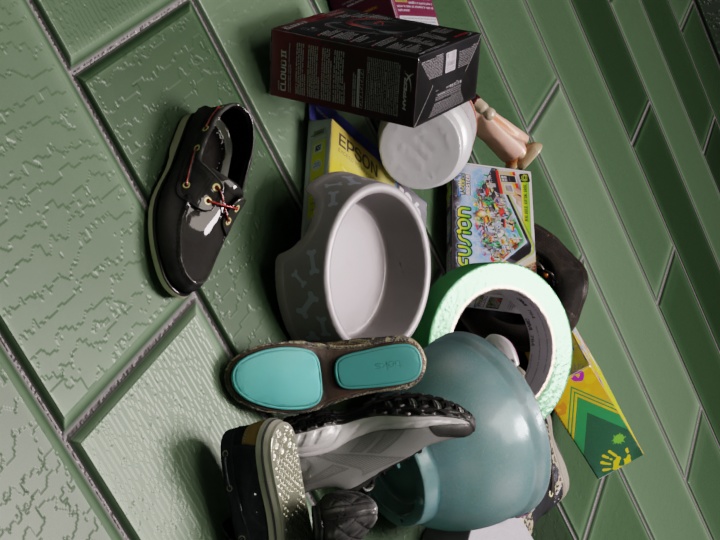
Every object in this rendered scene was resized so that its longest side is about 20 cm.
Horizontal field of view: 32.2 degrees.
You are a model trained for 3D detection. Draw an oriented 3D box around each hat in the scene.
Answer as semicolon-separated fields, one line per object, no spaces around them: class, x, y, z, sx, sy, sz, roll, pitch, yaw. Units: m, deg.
hat;0.190;0.034;1.590;0.198;0.081;0.202;6;55;-9

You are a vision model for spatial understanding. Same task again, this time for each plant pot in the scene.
plant pot;0.075;0.179;1.261;0.133;0.200;0.202;-20;92;-32

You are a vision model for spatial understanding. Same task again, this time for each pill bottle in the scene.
pill bottle;0.077;-0.156;1.431;0.200;0.109;0.111;-62;130;-73

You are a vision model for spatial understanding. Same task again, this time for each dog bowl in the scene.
dog bowl;0.000;0.000;1.270;0.199;0.058;0.203;-3;94;-50

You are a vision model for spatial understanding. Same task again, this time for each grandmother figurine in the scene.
grandmother figurine;0.140;-0.209;1.621;0.200;0.121;0.061;40;67;-15

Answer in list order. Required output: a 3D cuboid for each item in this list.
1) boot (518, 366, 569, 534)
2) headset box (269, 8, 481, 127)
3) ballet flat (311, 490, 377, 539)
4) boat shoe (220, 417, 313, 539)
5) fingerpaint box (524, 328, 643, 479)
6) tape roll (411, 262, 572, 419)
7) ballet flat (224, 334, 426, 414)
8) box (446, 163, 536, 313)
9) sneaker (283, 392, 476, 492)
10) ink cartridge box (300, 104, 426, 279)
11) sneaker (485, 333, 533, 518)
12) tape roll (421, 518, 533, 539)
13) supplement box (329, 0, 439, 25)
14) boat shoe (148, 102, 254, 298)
boot;0.178;0.221;1.498;0.154;0.073;0.205;-38;107;-55
headset box;0.008;-0.222;1.326;0.148;0.198;0.076;-32;132;-54
ballet flat;-0.013;0.243;1.114;0.200;0.056;0.067;90;-6;-69
boat shoe;-0.083;0.225;1.079;0.075;0.062;0.203;-32;118;-64
fingerpaint box;0.276;0.143;1.630;0.167;0.073;0.201;55;10;-29
tape roll;0.152;0.092;1.441;0.198;0.048;0.203;0;90;-28
ballet flat;-0.037;0.096;1.181;0.198;0.075;0.069;-6;90;-18
box;0.162;-0.043;1.564;0.035;0.109;0.202;106;-12;-55
sneaker;0.011;0.163;1.158;0.074;0.198;0.080;-106;-175;-82
ink cartridge box;0.009;-0.079;1.396;0.197;0.047;0.202;36;49;-45
sneaker;0.138;0.176;1.369;0.088;0.080;0.203;-14;93;-18
tape roll;0.138;0.362;1.367;0.200;0.066;0.202;35;46;-47
supplement box;0.016;-0.354;1.503;0.110;0.085;0.202;-17;90;-59
boat shoe;-0.141;-0.069;1.128;0.074;0.063;0.203;45;42;-42
